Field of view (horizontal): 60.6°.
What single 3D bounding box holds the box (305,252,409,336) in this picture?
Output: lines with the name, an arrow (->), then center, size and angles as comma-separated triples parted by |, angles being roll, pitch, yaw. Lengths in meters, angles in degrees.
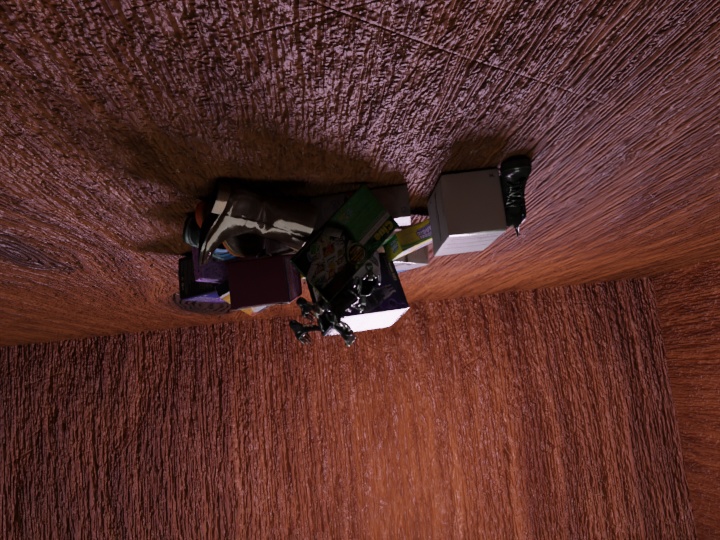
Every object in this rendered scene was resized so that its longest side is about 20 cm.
box -> -0.007, 0.051, 1.412 | 0.195, 0.152, 0.105 | -6, 155, -33

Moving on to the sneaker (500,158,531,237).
sneaker -> 0.293, -0.134, 1.176 | 0.058, 0.108, 0.200 | -6, 171, 4

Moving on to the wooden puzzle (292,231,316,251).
wooden puzzle -> -0.121, -0.063, 1.235 | 0.196, 0.047, 0.185 | 31, 173, -10

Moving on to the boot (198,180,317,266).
boot -> -0.183, -0.061, 1.104 | 0.194, 0.066, 0.188 | 12, 132, -25

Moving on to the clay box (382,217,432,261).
clay box -> 0.132, -0.077, 1.401 | 0.195, 0.049, 0.115 | -26, 176, -16

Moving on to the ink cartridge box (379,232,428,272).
ink cartridge box -> 0.060, -0.047, 1.599 | 0.196, 0.089, 0.144 | 0, 169, -42

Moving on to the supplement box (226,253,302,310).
supplement box -> -0.178, 0.018, 1.183 | 0.106, 0.089, 0.200 | -7, -178, 2

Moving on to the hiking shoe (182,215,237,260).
hiking shoe -> -0.278, -0.057, 1.270 | 0.084, 0.077, 0.199 | 12, 180, 25

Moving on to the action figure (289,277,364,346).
action figure -> -0.046, 0.075, 1.187 | 0.101, 0.122, 0.197 | 32, 143, -31

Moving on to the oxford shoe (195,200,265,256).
oxford shoe -> -0.230, -0.077, 1.182 | 0.070, 0.074, 0.199 | -8, 162, 22

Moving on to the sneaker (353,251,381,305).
sneaker -> 0.000, 0.000, 1.267 | 0.075, 0.145, 0.200 | -6, 174, -4

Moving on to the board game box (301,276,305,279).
board game box -> -0.044, -0.033, 1.428 | 0.197, 0.031, 0.095 | -34, 161, 25

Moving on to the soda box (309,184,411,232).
soda box -> 0.001, -0.116, 1.207 | 0.192, 0.066, 0.068 | -7, 171, 5

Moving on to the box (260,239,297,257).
box -> -0.138, -0.057, 1.437 | 0.097, 0.078, 0.198 | -12, 168, 27

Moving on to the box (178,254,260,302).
box -> -0.338, 0.010, 1.547 | 0.195, 0.108, 0.146 | -13, 168, 34

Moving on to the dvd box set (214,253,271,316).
dvd box set -> -0.229, 0.037, 1.410 | 0.144, 0.030, 0.200 | -32, 160, 1

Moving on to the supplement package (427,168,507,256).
supplement package -> 0.205, -0.109, 1.223 | 0.113, 0.121, 0.200 | -6, 170, -3

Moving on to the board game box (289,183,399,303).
board game box -> -0.027, -0.051, 1.121 | 0.200, 0.105, 0.023 | -46, -172, -16

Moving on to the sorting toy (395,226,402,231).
sorting toy -> 0.010, -0.109, 1.367 | 0.178, 0.038, 0.200 | -6, 175, -3

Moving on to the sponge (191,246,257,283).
sponge -> -0.296, -0.027, 1.376 | 0.029, 0.116, 0.198 | -13, 169, 27
